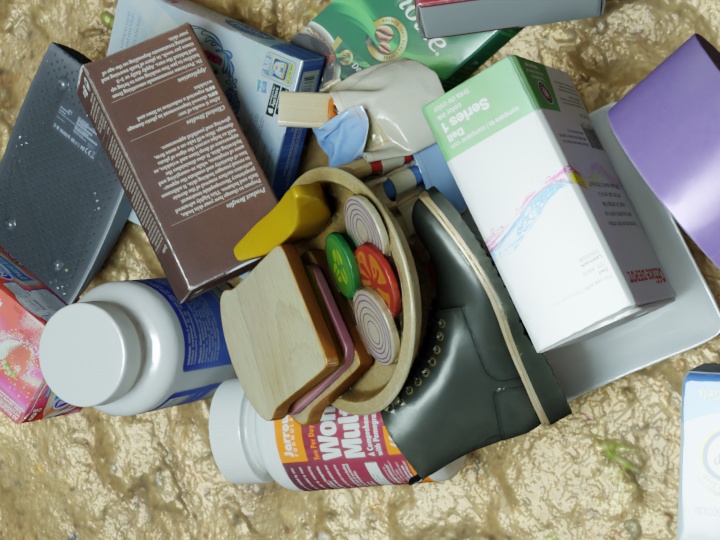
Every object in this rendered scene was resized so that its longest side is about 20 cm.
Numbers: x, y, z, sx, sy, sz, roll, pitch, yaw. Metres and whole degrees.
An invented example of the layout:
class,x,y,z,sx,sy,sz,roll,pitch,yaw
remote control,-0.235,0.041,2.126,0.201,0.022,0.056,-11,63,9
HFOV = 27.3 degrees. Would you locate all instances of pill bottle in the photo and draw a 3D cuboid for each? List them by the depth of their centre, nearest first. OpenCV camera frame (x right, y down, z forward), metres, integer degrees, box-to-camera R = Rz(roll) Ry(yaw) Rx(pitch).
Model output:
class,x,y,z,sx,sy,sz,roll,pitch,yaw
pill bottle,-0.018,0.126,1.231,0.199,0.109,0.110,-8,88,23
pill bottle,-0.180,0.062,1.250,0.111,0.200,0.113,0,91,23

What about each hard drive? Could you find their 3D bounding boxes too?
class,x,y,z,sx,sy,sz,roll,pitch,yaw
hard drive,-0.255,-0.086,1.317,0.135,0.042,0.201,37,117,21

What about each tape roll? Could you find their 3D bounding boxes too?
class,x,y,z,sx,sy,sz,roll,pitch,yaw
tape roll,0.271,-0.066,1.051,0.085,0.200,0.200,-41,76,19

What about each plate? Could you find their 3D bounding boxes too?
class,x,y,z,sx,sy,sz,roll,pitch,yaw
plate,0.164,-0.003,1.190,0.199,0.032,0.201,-27,81,21

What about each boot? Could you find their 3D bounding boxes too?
class,x,y,z,sx,sy,sz,roll,pitch,yaw
boot,0.053,0.054,1.101,0.138,0.077,0.201,-28,98,5

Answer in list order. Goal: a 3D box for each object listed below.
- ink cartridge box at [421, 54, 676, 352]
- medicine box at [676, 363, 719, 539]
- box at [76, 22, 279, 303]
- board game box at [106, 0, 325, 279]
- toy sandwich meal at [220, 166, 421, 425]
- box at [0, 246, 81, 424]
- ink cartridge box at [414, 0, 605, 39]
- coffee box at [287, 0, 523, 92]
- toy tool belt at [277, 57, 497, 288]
class,x,y,z,sx,sy,sz,roll,pitch,yaw
ink cartridge box,0.143,-0.048,1.102,0.084,0.145,0.201,-28,81,22
medicine box,0.330,0.175,1.084,0.181,0.103,0.202,2,91,23
box,-0.142,-0.086,1.205,0.100,0.075,0.201,-25,85,-18
board game box,-0.142,-0.123,1.290,0.198,0.043,0.201,26,112,24
toy sandwich meal,-0.034,0.022,1.093,0.205,0.070,0.207,22,117,51
box,-0.335,0.043,1.372,0.200,0.100,0.096,36,105,18
ink cartridge box,0.105,-0.294,1.145,0.145,0.083,0.201,-7,79,6
coffee box,0.039,-0.199,1.232,0.200,0.044,0.123,-39,77,20
toy tool belt,0.015,-0.060,1.164,0.122,0.125,0.201,-21,93,-19
